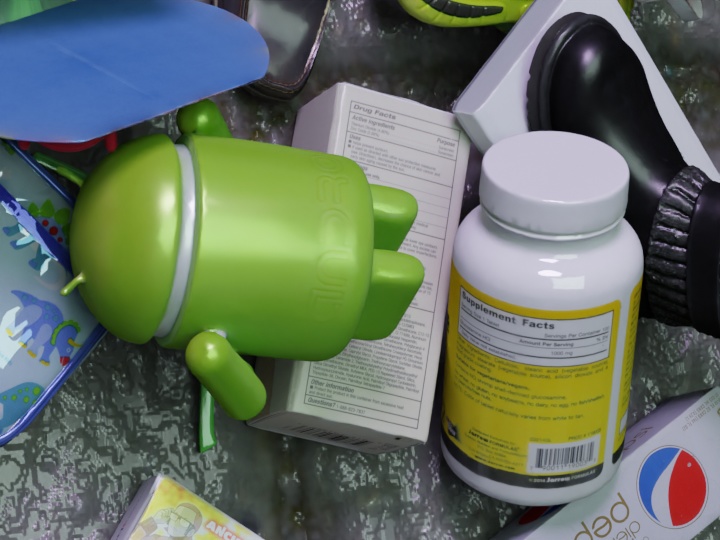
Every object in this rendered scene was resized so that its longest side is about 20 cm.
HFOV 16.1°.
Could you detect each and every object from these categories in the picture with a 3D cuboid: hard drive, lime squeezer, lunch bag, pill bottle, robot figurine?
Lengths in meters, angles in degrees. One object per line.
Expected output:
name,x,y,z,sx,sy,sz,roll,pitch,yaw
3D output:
hard drive,0.145,-0.074,1.569,0.132,0.027,0.200,-52,128,-22
lime squeezer,-0.114,0.002,1.495,0.070,0.038,0.201,-30,94,7
lunch bag,-0.236,-0.009,1.416,0.200,0.082,0.161,47,63,-10
pill bottle,0.106,0.027,1.483,0.112,0.112,0.201,-12,124,-24
robot figurine,-0.068,-0.013,1.389,0.198,0.116,0.177,6,59,-18

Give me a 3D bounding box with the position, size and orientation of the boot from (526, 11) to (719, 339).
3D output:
boot,0.192,-0.050,1.491,0.079,0.157,0.212,-37,121,-30

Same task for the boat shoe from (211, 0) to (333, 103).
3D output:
boat shoe,-0.042,-0.203,1.534,0.074,0.073,0.202,10,77,-20

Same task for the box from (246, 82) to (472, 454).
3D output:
box,0.000,0.000,1.512,0.094,0.078,0.202,15,75,-19

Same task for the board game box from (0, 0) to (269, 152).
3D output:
board game box,-0.147,-0.097,1.393,0.199,0.158,0.039,-24,126,-35

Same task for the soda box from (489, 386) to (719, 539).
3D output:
soda box,0.154,0.154,1.557,0.199,0.064,0.068,-35,95,-23

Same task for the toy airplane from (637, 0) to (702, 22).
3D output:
toy airplane,0.204,-0.260,1.579,0.140,0.200,0.200,-28,107,12

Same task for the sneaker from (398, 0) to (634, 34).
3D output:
sneaker,0.092,-0.180,1.581,0.199,0.084,0.075,13,108,-38

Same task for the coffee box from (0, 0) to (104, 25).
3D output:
coffee box,-0.211,-0.191,1.478,0.199,0.044,0.124,15,75,-20

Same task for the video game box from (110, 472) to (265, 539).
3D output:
video game box,-0.083,0.246,1.452,0.199,0.047,0.183,35,71,-14
